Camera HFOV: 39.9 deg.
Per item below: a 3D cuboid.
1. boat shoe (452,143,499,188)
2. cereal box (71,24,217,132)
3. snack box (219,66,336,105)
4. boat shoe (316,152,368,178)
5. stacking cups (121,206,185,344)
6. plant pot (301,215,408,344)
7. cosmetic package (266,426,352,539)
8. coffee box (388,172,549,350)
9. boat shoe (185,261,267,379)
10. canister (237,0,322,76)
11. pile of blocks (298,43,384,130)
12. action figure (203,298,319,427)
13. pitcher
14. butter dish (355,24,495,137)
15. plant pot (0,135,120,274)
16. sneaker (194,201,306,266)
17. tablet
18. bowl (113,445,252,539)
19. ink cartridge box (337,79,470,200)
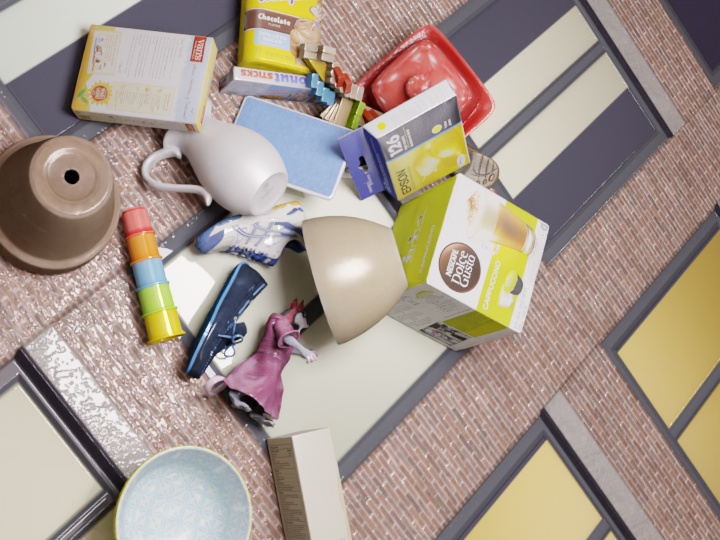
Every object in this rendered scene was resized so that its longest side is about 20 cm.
[{"bbox_3d":[0.158,-0.212,1.787,0.198,0.068,0.073,33,96,-2],"label":"boat shoe"},{"bbox_3d":[-0.325,-0.291,1.504,0.196,0.040,0.147,8,73,5],"label":"cereal box"},{"bbox_3d":[-0.130,-0.304,1.645,0.196,0.072,0.025,2,79,-28],"label":"snack box"},{"bbox_3d":[-0.061,-0.183,1.659,0.196,0.068,0.074,3,78,-28],"label":"boat shoe"},{"bbox_3d":[-0.312,0.005,1.490,0.060,0.060,0.204,-10,84,-29],"label":"stacking cups"},{"bbox_3d":[0.000,0.000,1.556,0.132,0.200,0.204,-16,87,2],"label":"plant pot"},{"bbox_3d":[-0.077,0.349,1.521,0.072,0.103,0.204,-7,84,-30],"label":"cosmetic package"},{"bbox_3d":[0.162,-0.009,1.668,0.195,0.199,0.203,27,68,-20],"label":"coffee box"},{"bbox_3d":[-0.200,0.080,1.521,0.068,0.084,0.202,32,68,-13],"label":"boat shoe"},{"bbox_3d":[-0.132,-0.424,1.662,0.146,0.086,0.204,8,77,-26],"label":"canister"},{"bbox_3d":[-0.033,-0.285,1.622,0.082,0.062,0.200,-48,116,-12],"label":"pile of blocks"},{"bbox_3d":[-0.140,0.132,1.547,0.146,0.134,0.203,18,71,1],"label":"action figure"},{"bbox_3d":[-0.224,-0.155,1.520,0.199,0.122,0.172,38,77,21],"label":"pitcher"},{"bbox_3d":[0.102,-0.298,1.680,0.199,0.148,0.201,-39,86,4],"label":"butter dish"},{"bbox_3d":[-0.423,-0.109,1.389,0.197,0.174,0.205,6,77,-26],"label":"plant pot"},{"bbox_3d":[-0.164,-0.047,1.572,0.197,0.075,0.090,-17,88,-29],"label":"sneaker"},{"bbox_3d":[-0.118,-0.200,1.616,0.196,0.014,0.132,19,72,4],"label":"tablet"},{"bbox_3d":[-0.263,0.354,1.416,0.197,0.107,0.205,6,76,-26],"label":"bowl"},{"bbox_3d":[0.077,-0.195,1.623,0.198,0.198,0.047,-30,62,-2],"label":"ink cartridge box"}]
